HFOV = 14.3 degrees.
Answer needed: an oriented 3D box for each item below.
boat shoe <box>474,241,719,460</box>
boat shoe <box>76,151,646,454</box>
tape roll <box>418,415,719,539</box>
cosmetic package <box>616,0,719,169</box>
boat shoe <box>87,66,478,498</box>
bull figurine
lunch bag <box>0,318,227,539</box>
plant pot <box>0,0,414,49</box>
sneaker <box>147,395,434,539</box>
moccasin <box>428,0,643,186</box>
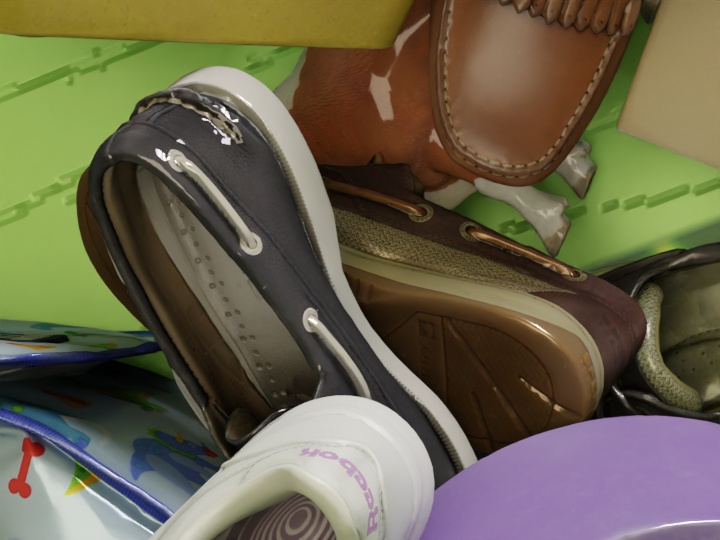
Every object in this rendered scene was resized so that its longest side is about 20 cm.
[{"bbox_3d":[0.101,0.026,0.966,0.200,0.066,0.072,-21,83,12],"label":"boat shoe"},{"bbox_3d":[0.000,0.000,0.941,0.199,0.072,0.073,17,126,28],"label":"boat shoe"},{"bbox_3d":[0.088,0.152,0.866,0.198,0.085,0.202,-3,108,-9],"label":"tape roll"},{"bbox_3d":[0.165,-0.125,0.924,0.105,0.071,0.201,20,108,10],"label":"cosmetic package"},{"bbox_3d":[-0.021,0.037,0.884,0.074,0.060,0.201,-13,107,37],"label":"boat shoe"},{"bbox_3d":[0.032,-0.074,0.987,0.121,0.065,0.201,22,100,6],"label":"bull figurine"},{"bbox_3d":[-0.103,0.080,0.961,0.199,0.170,0.128,35,97,9],"label":"lunch bag"},{"bbox_3d":[-0.064,-0.168,0.922,0.199,0.200,0.178,0,102,-21],"label":"plant pot"},{"bbox_3d":[-0.063,0.116,0.819,0.075,0.100,0.200,41,100,4],"label":"sneaker"},{"bbox_3d":[0.075,-0.125,0.909,0.073,0.078,0.202,26,90,-2],"label":"moccasin"}]
